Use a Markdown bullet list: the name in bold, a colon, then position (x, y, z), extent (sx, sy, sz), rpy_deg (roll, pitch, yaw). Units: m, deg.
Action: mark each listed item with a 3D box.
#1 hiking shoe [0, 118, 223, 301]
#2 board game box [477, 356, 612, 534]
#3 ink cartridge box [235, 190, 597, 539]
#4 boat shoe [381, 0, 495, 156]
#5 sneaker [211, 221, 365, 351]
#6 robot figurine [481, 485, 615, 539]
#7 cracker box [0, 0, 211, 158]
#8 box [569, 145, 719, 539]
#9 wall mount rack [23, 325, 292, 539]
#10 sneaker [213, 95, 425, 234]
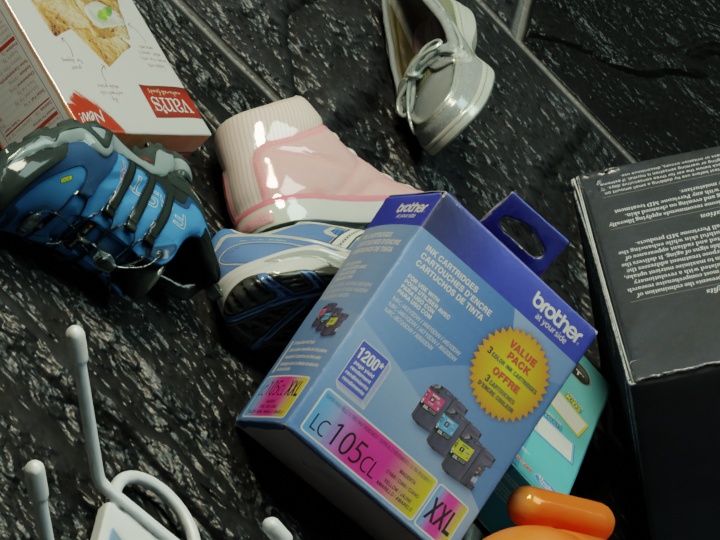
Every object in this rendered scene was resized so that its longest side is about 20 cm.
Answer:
- **hiking shoe**: position (-0.140, -0.029, 1.626), extent (0.200, 0.074, 0.087), rpy_deg (2, 53, -59)
- **board game box**: position (0.082, 0.074, 1.896), extent (0.151, 0.047, 0.200), rpy_deg (48, 25, -7)
- **ink cartridge box**: position (0.041, 0.048, 1.694), extent (0.136, 0.076, 0.200), rpy_deg (41, 71, -21)
- **boat shoe**: position (0.049, -0.149, 2.116), extent (0.065, 0.074, 0.202), rpy_deg (34, 25, -20)
- **sneaker**: position (0.000, 0.000, 1.770), extent (0.200, 0.076, 0.077), rpy_deg (3, 32, -30)
- **robot figurine**: position (0.122, 0.209, 1.704), extent (0.117, 0.144, 0.200), rpy_deg (24, 3, 41)
- **cracker box**: position (-0.187, -0.145, 1.722), extent (0.134, 0.058, 0.200), rpy_deg (-3, 59, -60)
- **box**: position (0.227, 0.058, 1.975), extent (0.200, 0.124, 0.197), rpy_deg (76, 3, -46)
- **wall mount rack**: position (-0.112, 0.132, 1.457), extent (0.174, 0.075, 0.200), rpy_deg (42, 26, -19)
- **sneaker**: position (-0.017, -0.059, 1.871), extent (0.200, 0.075, 0.105), rpy_deg (7, 55, -51)
